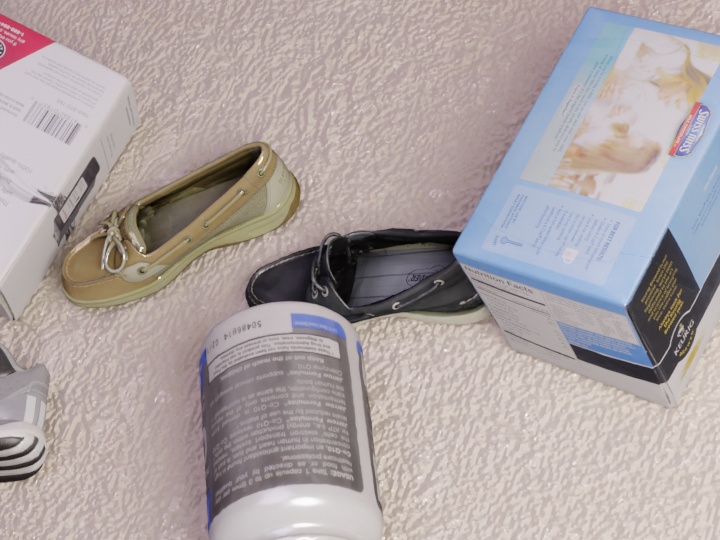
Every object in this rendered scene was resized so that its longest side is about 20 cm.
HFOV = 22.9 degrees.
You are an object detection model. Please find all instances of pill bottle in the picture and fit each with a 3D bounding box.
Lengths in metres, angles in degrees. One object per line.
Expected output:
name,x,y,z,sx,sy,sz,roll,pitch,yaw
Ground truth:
pill bottle,-0.044,0.132,1.143,0.113,0.114,0.202,-18,53,15

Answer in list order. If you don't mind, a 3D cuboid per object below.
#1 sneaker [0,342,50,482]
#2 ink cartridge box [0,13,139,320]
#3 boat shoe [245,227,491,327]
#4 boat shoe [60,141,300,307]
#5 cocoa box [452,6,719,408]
sneaker,-0.320,0.103,1.335,0.197,0.075,0.116,-4,52,12
ink cartridge box,-0.286,-0.084,1.393,0.144,0.084,0.201,27,72,9
boat shoe,0.000,0.002,1.237,0.197,0.066,0.075,2,61,28
boat shoe,-0.144,-0.037,1.336,0.199,0.063,0.074,-21,52,12
cocoa box,0.173,-0.043,1.138,0.132,0.131,0.201,18,68,34
